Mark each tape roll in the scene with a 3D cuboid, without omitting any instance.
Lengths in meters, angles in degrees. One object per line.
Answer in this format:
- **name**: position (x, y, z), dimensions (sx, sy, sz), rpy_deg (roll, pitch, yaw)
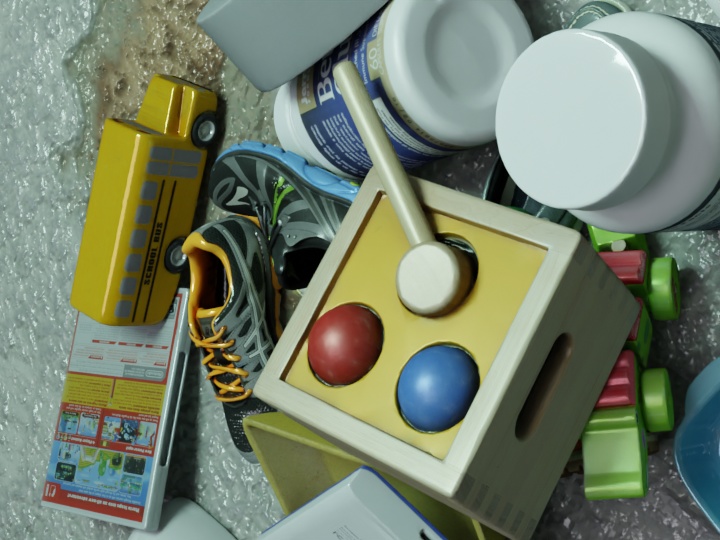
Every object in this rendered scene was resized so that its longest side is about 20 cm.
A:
- **tape roll**: position (-0.017, -0.212, 0.894), dimensions (0.199, 0.201, 0.066), rpy_deg (-30, 112, 37)

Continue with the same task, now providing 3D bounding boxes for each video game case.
- **video game case**: position (-0.209, 0.113, 1.155), dimensions (0.142, 0.017, 0.203), rpy_deg (2, 79, 40)

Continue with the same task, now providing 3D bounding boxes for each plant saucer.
- **plant saucer**: position (0.032, 0.179, 0.923), dimensions (0.198, 0.048, 0.202), rpy_deg (14, 138, 39)

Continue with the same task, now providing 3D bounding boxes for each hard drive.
- **hard drive**: position (0.007, 0.210, 0.917), dimensions (0.132, 0.025, 0.200), rpy_deg (44, 148, -1)

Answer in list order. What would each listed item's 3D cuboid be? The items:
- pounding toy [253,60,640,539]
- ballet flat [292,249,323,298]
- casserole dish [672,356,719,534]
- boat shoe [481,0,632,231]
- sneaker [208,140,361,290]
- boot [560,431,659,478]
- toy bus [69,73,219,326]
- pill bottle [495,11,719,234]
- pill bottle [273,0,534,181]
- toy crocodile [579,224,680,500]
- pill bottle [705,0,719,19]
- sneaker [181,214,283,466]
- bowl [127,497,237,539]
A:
- **pounding toy**: position (0.041, 0.015, 0.778), dimensions (0.183, 0.142, 0.202), rpy_deg (21, 79, 38)
- **ballet flat**: position (0.000, 0.000, 0.976), dimensions (0.198, 0.070, 0.072), rpy_deg (8, 98, 39)
- **casserole dish**: position (0.271, 0.132, 0.775), dimensions (0.201, 0.039, 0.122), rpy_deg (52, 122, 24)
- **boat shoe**: position (0.125, -0.080, 0.869), dimensions (0.073, 0.061, 0.202), rpy_deg (32, 111, 36)
- **sneaker**: position (-0.048, -0.033, 0.939), dimensions (0.199, 0.071, 0.083), rpy_deg (26, 80, 42)
- **boot**: position (0.106, 0.085, 0.891), dimensions (0.198, 0.075, 0.109), rpy_deg (-4, 85, 41)
- **toy bus**: position (-0.180, -0.059, 1.108), dimensions (0.065, 0.078, 0.203), rpy_deg (25, 106, 41)
- **pill bottle**: position (0.165, -0.081, 0.746), dimensions (0.118, 0.199, 0.121), rpy_deg (2, 93, 39)
- **pill bottle**: position (0.019, -0.122, 0.901), dimensions (0.199, 0.110, 0.113), rpy_deg (-14, 83, 60)
- **toy crocodile**: position (0.156, 0.043, 0.815), dimensions (0.067, 0.062, 0.202), rpy_deg (-3, 59, 23)
- **pill bottle**: position (0.274, -0.210, 0.704), dimensions (0.199, 0.114, 0.115), rpy_deg (-37, 69, 35)
- **sneaker**: position (-0.100, 0.055, 1.056), dimensions (0.078, 0.077, 0.203), rpy_deg (-12, 86, 38)
- **bowl**: position (-0.152, 0.317, 1.117), dimensions (0.199, 0.074, 0.202), rpy_deg (38, 114, 31)
